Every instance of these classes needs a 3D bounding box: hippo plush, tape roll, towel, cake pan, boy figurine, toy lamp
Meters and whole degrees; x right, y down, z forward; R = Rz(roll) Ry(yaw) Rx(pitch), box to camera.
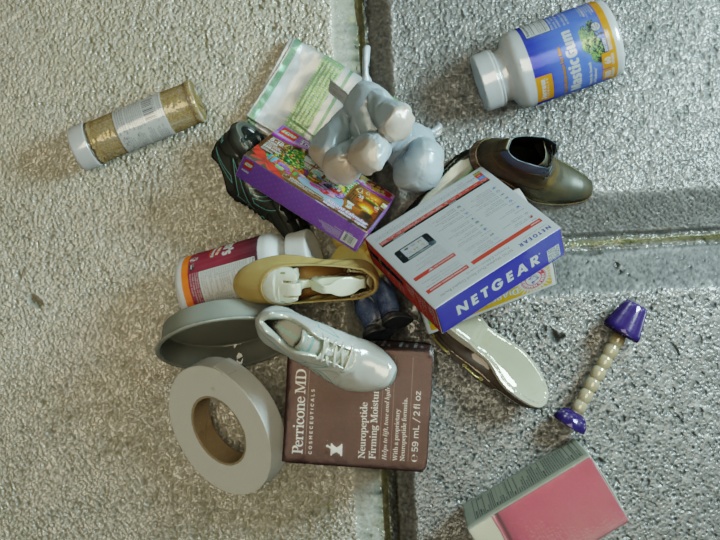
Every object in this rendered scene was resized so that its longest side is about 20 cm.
[{"bbox_3d":[0.030,-0.174,1.354,0.159,0.201,0.160,-42,131,15],"label":"hippo plush"},{"bbox_3d":[-0.192,0.221,1.364,0.202,0.037,0.205,16,117,33],"label":"tape roll"},{"bbox_3d":[-0.054,-0.236,1.419,0.199,0.031,0.150,30,92,3],"label":"towel"},{"bbox_3d":[-0.191,0.090,1.352,0.198,0.201,0.037,-11,67,3],"label":"cake pan"},{"bbox_3d":[0.000,0.000,1.374,0.124,0.064,0.201,-38,62,31],"label":"boy figurine"},{"bbox_3d":[0.349,0.136,1.383,0.058,0.058,0.201,31,93,3],"label":"toy lamp"}]

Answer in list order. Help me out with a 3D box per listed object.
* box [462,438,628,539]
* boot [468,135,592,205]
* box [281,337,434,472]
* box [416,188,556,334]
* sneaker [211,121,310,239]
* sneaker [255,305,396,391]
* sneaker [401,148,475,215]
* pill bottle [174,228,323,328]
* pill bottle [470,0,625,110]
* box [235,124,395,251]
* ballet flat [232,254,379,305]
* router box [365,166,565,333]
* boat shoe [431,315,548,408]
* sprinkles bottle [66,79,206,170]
[{"bbox_3d":[0.256,0.342,1.350,0.199,0.128,0.109,-32,89,3],"label":"box"},{"bbox_3d":[0.258,-0.139,1.346,0.198,0.097,0.075,15,84,-17],"label":"boot"},{"bbox_3d":[0.001,0.182,1.346,0.198,0.164,0.168,3,90,3],"label":"box"},{"bbox_3d":[0.160,-0.014,1.343,0.199,0.113,0.102,-22,132,-1],"label":"box"},{"bbox_3d":[-0.146,-0.120,1.414,0.079,0.075,0.201,-29,94,30],"label":"sneaker"},{"bbox_3d":[-0.049,0.104,1.230,0.199,0.080,0.071,22,86,3],"label":"sneaker"},{"bbox_3d":[0.119,-0.078,1.391,0.089,0.077,0.200,42,94,-6],"label":"sneaker"},{"bbox_3d":[-0.156,0.010,1.370,0.198,0.110,0.111,-15,89,12],"label":"pill bottle"},{"bbox_3d":[0.263,-0.298,1.360,0.198,0.112,0.113,-20,89,3],"label":"pill bottle"},{"bbox_3d":[-0.060,-0.119,1.347,0.199,0.137,0.039,32,122,3],"label":"box"},{"bbox_3d":[-0.069,0.014,1.277,0.198,0.063,0.069,-5,107,-11],"label":"ballet flat"},{"bbox_3d":[0.134,-0.032,1.259,0.199,0.049,0.180,-31,44,-11],"label":"router box"},{"bbox_3d":[0.185,0.131,1.390,0.200,0.060,0.072,41,52,-1],"label":"boat shoe"},{"bbox_3d":[-0.330,-0.214,1.415,0.198,0.068,0.069,-21,89,3],"label":"sprinkles bottle"}]
